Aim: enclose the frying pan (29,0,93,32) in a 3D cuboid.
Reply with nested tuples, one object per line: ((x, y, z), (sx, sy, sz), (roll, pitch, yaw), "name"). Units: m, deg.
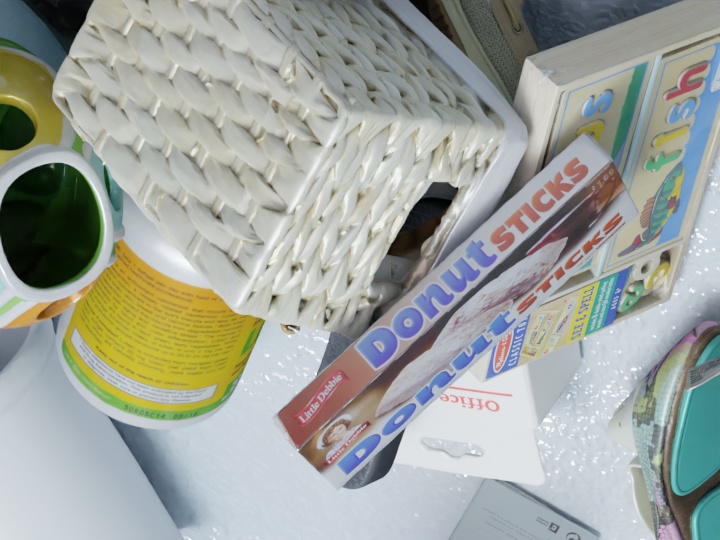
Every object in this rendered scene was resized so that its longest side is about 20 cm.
((-0.134, -0.140, 1.547), (0.190, 0.031, 0.115), (36, 161, -23), "frying pan")

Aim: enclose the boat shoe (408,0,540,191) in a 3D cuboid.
((0.048, -0.134, 1.424), (0.072, 0.065, 0.200), (-23, 92, 56), "boat shoe")

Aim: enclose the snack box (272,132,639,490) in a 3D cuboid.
((0.047, 0.020, 1.343), (0.024, 0.200, 0.072), (47, 178, 25), "snack box")

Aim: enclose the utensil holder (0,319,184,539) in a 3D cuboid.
((-0.217, 0.140, 1.746), (0.170, 0.170, 0.200), (-12, 121, 38), "utensil holder")

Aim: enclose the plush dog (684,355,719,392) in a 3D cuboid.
((0.271, 0.090, 1.409), (0.172, 0.200, 0.160), (59, 167, -7), "plush dog")

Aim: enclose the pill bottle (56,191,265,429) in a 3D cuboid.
((-0.095, -0.012, 1.579), (0.111, 0.111, 0.200), (32, 136, 6), "pill bottle")

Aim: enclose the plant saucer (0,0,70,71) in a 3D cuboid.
((-0.213, -0.079, 1.566), (0.200, 0.027, 0.201), (16, 120, 30), "plant saucer")

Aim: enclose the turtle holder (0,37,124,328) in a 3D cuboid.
((-0.184, -0.058, 1.439), (0.132, 0.141, 0.186), (28, 114, 54), "turtle holder")

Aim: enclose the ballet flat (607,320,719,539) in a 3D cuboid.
((0.173, 0.108, 1.545), (0.071, 0.069, 0.200), (25, 138, 41), "ballet flat")

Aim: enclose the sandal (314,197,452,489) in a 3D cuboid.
((0.020, 0.032, 1.494), (0.076, 0.043, 0.200), (49, 137, 21), "sandal")

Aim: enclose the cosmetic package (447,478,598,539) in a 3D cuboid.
((0.052, 0.229, 1.617), (0.081, 0.200, 0.113), (29, 135, 9), "cosmetic package")

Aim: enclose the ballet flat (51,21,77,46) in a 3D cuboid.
((-0.204, -0.108, 1.604), (0.200, 0.073, 0.073), (-7, 121, 39), "ballet flat")

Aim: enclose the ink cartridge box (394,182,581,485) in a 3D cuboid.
((0.049, 0.014, 1.540), (0.116, 0.068, 0.200), (8, 127, 28), "ink cartridge box")

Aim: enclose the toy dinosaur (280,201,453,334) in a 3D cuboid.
((0.000, 0.000, 1.423), (0.200, 0.060, 0.107), (-7, 95, 45), "toy dinosaur")

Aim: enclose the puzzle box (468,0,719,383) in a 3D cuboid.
((0.120, -0.041, 1.405), (0.025, 0.133, 0.200), (47, 144, 32), "puzzle box")

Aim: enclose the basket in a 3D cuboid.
((-0.041, -0.074, 1.359), (0.200, 0.123, 0.136), (48, 119, 37), "basket")
